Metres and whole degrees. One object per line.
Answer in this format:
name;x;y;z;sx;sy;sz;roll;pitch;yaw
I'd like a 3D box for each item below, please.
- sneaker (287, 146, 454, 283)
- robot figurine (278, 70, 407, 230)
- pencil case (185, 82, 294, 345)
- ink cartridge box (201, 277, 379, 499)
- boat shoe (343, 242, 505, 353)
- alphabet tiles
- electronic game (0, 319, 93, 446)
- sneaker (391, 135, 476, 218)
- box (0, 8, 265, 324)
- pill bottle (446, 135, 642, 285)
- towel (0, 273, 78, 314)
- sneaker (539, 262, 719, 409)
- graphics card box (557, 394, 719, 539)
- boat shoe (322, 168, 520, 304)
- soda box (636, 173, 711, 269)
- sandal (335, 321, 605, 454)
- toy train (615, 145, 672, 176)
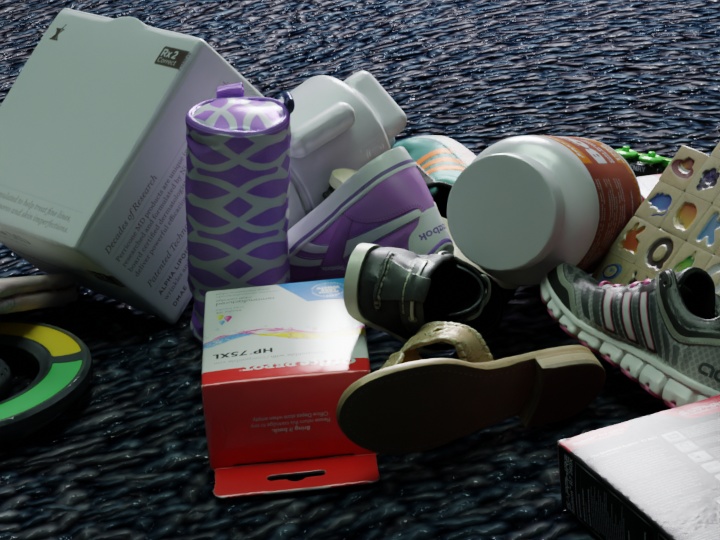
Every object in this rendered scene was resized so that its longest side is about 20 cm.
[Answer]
sneaker;0.000;0.000;1.418;0.072;0.115;0.200;-28;-7;-36
robot figurine;-0.052;-0.091;1.581;0.200;0.170;0.113;-38;79;-24
pencil case;-0.094;-0.038;1.385;0.083;0.201;0.086;-6;27;-18
ink cartridge box;-0.050;0.077;1.262;0.115;0.068;0.200;-6;23;-2
boat shoe;0.062;0.023;1.302;0.067;0.072;0.200;2;-6;28
alphabet tiles;0.248;-0.016;1.328;0.201;0.006;0.166;-55;33;-2
electronic game;-0.295;0.083;1.337;0.198;0.042;0.200;-4;22;2
sneaker;0.065;-0.067;1.583;0.080;0.072;0.200;-14;25;-31
box;-0.200;-0.090;1.498;0.198;0.131;0.201;18;73;44
pill bottle;0.139;-0.047;1.395;0.111;0.113;0.200;5;5;23
towel;-0.342;0.026;1.414;0.199;0.032;0.191;-4;1;11
sneaker;0.204;0.031;1.260;0.074;0.088;0.200;26;8;-38
graphics card box;0.215;0.144;1.067;0.125;0.051;0.200;-13;23;-20
boat shoe;0.047;-0.016;1.483;0.201;0.063;0.073;29;19;33
soda box;0.267;-0.017;1.429;0.069;0.064;0.200;-8;22;-6
sandal;0.061;0.067;1.219;0.211;0.078;0.070;-4;39;-31
toy train;0.305;-0.077;1.602;0.056;0.042;0.199;-12;21;-43
